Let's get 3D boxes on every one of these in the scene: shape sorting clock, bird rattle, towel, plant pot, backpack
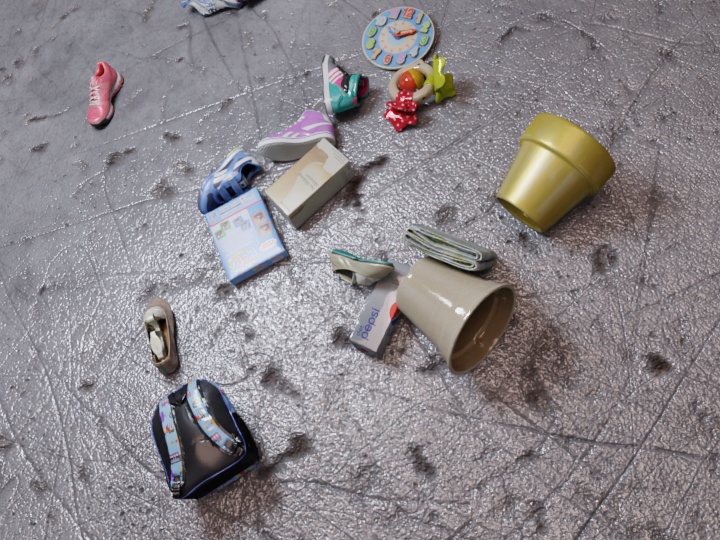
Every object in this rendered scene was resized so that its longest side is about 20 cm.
[{"bbox_3d":[0.100,-0.626,1.514,0.196,0.039,0.203,-5,66,11],"label":"shape sorting clock"},{"bbox_3d":[0.136,-0.451,1.421,0.199,0.113,0.164,-36,52,10],"label":"bird rattle"},{"bbox_3d":[0.185,-0.046,1.167,0.169,0.199,0.049,25,101,19],"label":"towel"},{"bbox_3d":[0.394,-0.191,1.188,0.200,0.200,0.190,40,96,24],"label":"plant pot"},{"bbox_3d":[0.176,0.070,1.128,0.201,0.201,0.183,-47,55,-10],"label":"plant pot"},{"bbox_3d":[-0.319,0.333,1.143,0.181,0.135,0.201,-33,65,-3],"label":"backpack"}]

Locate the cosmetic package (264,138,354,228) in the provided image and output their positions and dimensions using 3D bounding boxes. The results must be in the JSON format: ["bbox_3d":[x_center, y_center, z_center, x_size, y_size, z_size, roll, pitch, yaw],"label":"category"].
[{"bbox_3d":[-0.121,-0.211,1.367,0.200,0.071,0.105,-44,66,-8],"label":"cosmetic package"}]

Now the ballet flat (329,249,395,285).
[{"bbox_3d":[0.000,0.000,1.219,0.199,0.069,0.070,16,68,52],"label":"ballet flat"}]

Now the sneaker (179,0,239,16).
[{"bbox_3d":[-0.454,-0.814,1.707,0.197,0.086,0.078,11,43,-5],"label":"sneaker"}]

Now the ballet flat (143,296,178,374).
[{"bbox_3d":[-0.463,0.138,1.297,0.067,0.067,0.202,-26,64,0],"label":"ballet flat"}]

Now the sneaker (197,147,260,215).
[{"bbox_3d":[-0.330,-0.218,1.418,0.082,0.074,0.201,31,78,20],"label":"sneaker"}]

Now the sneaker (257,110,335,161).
[{"bbox_3d":[-0.165,-0.349,1.443,0.197,0.073,0.116,-8,62,-3],"label":"sneaker"}]

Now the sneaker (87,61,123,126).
[{"bbox_3d":[-0.758,-0.513,1.631,0.072,0.087,0.203,0,67,14],"label":"sneaker"}]

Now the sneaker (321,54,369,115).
[{"bbox_3d":[-0.038,-0.490,1.464,0.119,0.084,0.203,-6,58,2],"label":"sneaker"}]

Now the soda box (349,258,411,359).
[{"bbox_3d":[0.053,0.081,1.208,0.067,0.064,0.202,22,73,20],"label":"soda box"}]

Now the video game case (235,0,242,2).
[{"bbox_3d":[-0.342,-0.900,1.708,0.180,0.036,0.201,-30,63,-20],"label":"video game case"}]

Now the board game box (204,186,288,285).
[{"bbox_3d":[-0.279,-0.086,1.368,0.150,0.037,0.202,-27,64,0],"label":"board game box"}]
